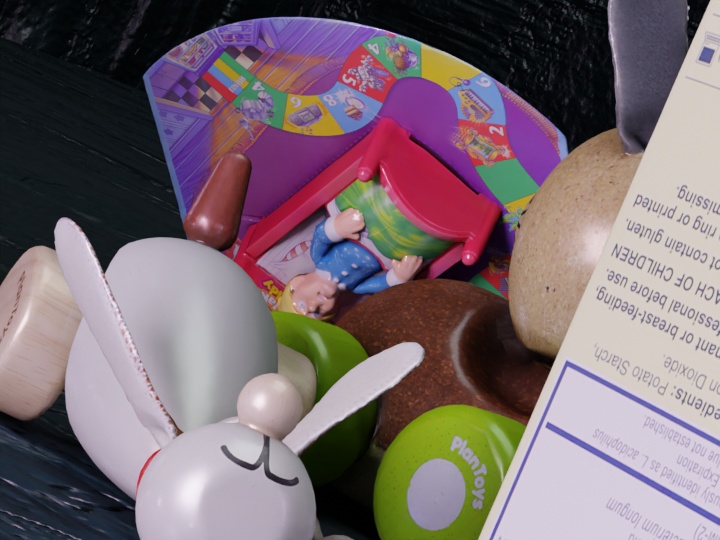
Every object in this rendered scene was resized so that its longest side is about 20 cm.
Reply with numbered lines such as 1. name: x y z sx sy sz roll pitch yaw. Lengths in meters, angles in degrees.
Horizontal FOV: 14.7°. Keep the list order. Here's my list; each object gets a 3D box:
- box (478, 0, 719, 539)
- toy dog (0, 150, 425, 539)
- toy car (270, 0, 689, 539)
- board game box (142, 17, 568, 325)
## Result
1. box: 0.143 0.046 0.705 0.175 0.201 0.097 21 5 -37
2. toy dog: -0.037 0.022 0.755 0.131 0.097 0.200 20 5 -37
3. toy car: 0.073 0.002 0.906 0.157 0.201 0.164 26 5 39
4. board game box: 0.000 0.000 0.994 0.157 0.039 0.201 8 -43 20
